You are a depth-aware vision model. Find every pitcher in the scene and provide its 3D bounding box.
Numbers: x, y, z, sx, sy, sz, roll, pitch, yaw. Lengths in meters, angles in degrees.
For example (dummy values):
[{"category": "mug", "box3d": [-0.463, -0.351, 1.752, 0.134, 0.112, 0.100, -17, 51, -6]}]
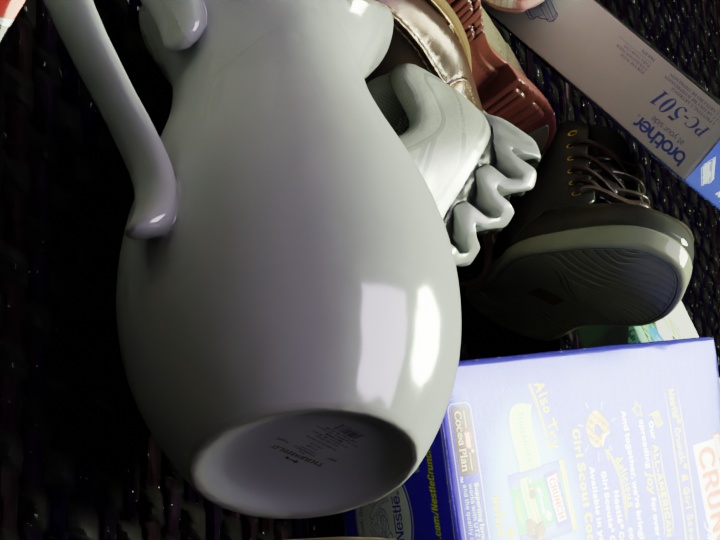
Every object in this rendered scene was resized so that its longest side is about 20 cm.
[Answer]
[{"category": "pitcher", "box3d": [-0.046, -0.026, 0.715, 0.171, 0.121, 0.201, 25, 45, -40]}]

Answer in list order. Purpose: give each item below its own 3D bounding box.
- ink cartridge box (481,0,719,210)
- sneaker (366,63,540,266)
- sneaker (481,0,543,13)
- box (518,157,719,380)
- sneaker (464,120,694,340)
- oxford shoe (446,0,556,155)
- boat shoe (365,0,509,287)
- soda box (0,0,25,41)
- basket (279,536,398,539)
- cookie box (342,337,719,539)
[{"category": "ink cartridge box", "box3d": [0.126, -0.115, 1.079, 0.200, 0.044, 0.094, 44, 9, 25]}, {"category": "sneaker", "box3d": [0.000, 0.000, 0.838, 0.081, 0.075, 0.201, 42, 56, -23]}, {"category": "sneaker", "box3d": [0.097, -0.223, 0.984, 0.105, 0.075, 0.201, -28, 138, -77]}, {"category": "box", "box3d": [0.154, 0.027, 1.141, 0.144, 0.036, 0.201, 41, 20, -43]}, {"category": "sneaker", "box3d": [0.116, -0.032, 1.003, 0.075, 0.200, 0.107, 29, 76, -13]}, {"category": "oxford shoe", "box3d": [0.026, -0.123, 0.994, 0.200, 0.070, 0.075, 51, 9, -47]}, {"category": "boat shoe", "box3d": [0.025, -0.065, 0.934, 0.200, 0.070, 0.071, 51, 35, -50]}, {"category": "soda box", "box3d": [-0.115, -0.097, 0.506, 0.063, 0.070, 0.201, 45, 62, -38]}, {"category": "basket", "box3d": [-0.024, 0.193, 0.640, 0.180, 0.135, 0.201, 70, 12, -75]}, {"category": "cookie box", "box3d": [0.088, 0.124, 0.923, 0.199, 0.075, 0.172, -2, 83, -44]}]
